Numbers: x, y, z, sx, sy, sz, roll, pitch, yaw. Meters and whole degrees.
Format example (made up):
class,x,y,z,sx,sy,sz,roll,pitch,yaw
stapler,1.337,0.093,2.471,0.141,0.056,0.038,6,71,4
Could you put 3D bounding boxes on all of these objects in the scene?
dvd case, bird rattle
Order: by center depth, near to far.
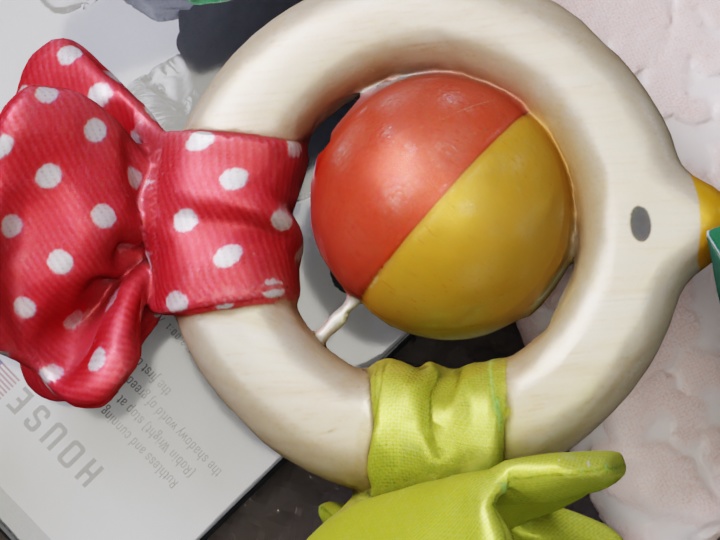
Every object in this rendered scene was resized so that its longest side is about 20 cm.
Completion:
class,x,y,z,sx,sy,sz,roll,pitch,yaw
bird rattle,0.000,0.000,0.741,0.200,0.113,0.163,43,87,18
dvd case,-0.048,-0.026,0.802,0.200,0.025,0.150,-44,88,-4

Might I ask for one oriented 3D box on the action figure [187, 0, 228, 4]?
class,x,y,z,sx,sy,sz,roll,pitch,yaw
action figure,0.005,-0.126,0.735,0.199,0.055,0.118,-32,106,-7

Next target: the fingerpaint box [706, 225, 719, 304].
class,x,y,z,sx,sy,sz,roll,pitch,yaw
fingerpaint box,0.199,0.034,0.733,0.199,0.167,0.073,-21,41,-2

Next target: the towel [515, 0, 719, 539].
class,x,y,z,sx,sy,sz,roll,pitch,yaw
towel,0.115,-0.048,0.789,0.190,0.032,0.201,-22,88,-11
